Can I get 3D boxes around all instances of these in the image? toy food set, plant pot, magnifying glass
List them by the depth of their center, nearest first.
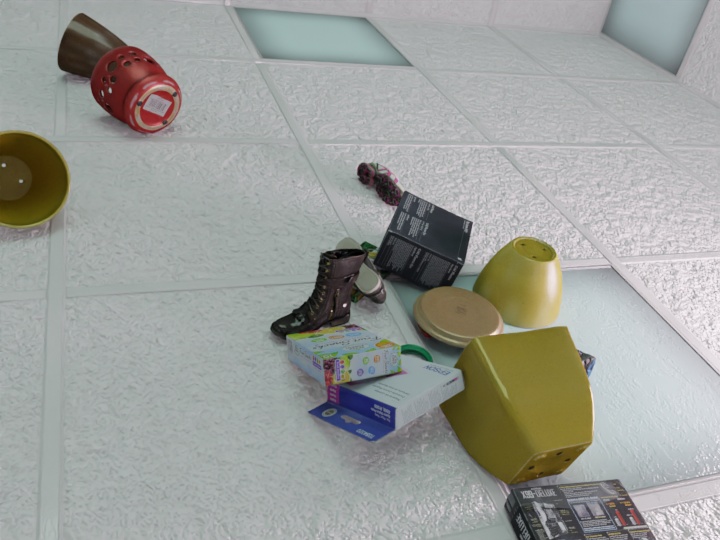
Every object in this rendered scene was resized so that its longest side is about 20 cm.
[{"bbox_3d":[0.274,0.236,1.162,0.195,0.194,0.200,-5,51,-23],"label":"plant pot"},{"bbox_3d":[0.088,0.206,1.290,0.079,0.022,0.200,15,33,5],"label":"magnifying glass"},{"bbox_3d":[0.205,0.101,1.446,0.200,0.049,0.198,9,34,-4],"label":"toy food set"},{"bbox_3d":[-0.740,-0.195,1.482,0.200,0.201,0.142,-15,16,-33],"label":"plant pot"},{"bbox_3d":[0.364,0.011,1.538,0.200,0.142,0.200,8,35,-5],"label":"plant pot"},{"bbox_3d":[-0.614,-0.489,1.924,0.200,0.201,0.182,-24,56,-40],"label":"plant pot"},{"bbox_3d":[-0.795,-0.663,2.150,0.200,0.187,0.187,24,34,-8],"label":"plant pot"}]

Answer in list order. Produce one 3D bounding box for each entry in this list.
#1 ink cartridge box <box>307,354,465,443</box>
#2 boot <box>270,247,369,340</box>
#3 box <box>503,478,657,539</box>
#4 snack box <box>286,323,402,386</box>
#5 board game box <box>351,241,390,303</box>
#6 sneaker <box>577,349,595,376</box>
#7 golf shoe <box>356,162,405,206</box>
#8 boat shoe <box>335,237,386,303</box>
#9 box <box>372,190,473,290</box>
[{"bbox_3d":[0.038,0.203,1.167,0.200,0.043,0.196,-22,17,-33],"label":"ink cartridge box"},{"bbox_3d":[-0.080,0.037,1.342,0.200,0.174,0.069,-17,44,-36],"label":"boot"},{"bbox_3d":[0.341,0.402,1.056,0.200,0.050,0.158,0,36,-17],"label":"box"},{"bbox_3d":[-0.034,0.145,1.231,0.142,0.053,0.200,-9,10,-22],"label":"snack box"},{"bbox_3d":[0.000,0.000,1.554,0.105,0.024,0.200,25,36,21],"label":"board game box"},{"bbox_3d":[0.383,0.182,1.337,0.082,0.073,0.200,25,7,33],"label":"sneaker"},{"bbox_3d":[0.077,-0.240,1.872,0.092,0.073,0.200,-11,40,-32],"label":"golf shoe"},{"bbox_3d":[-0.001,0.003,1.494,0.067,0.057,0.200,-34,41,0],"label":"boat shoe"},{"bbox_3d":[0.146,-0.063,1.588,0.182,0.104,0.200,25,36,0],"label":"box"}]
